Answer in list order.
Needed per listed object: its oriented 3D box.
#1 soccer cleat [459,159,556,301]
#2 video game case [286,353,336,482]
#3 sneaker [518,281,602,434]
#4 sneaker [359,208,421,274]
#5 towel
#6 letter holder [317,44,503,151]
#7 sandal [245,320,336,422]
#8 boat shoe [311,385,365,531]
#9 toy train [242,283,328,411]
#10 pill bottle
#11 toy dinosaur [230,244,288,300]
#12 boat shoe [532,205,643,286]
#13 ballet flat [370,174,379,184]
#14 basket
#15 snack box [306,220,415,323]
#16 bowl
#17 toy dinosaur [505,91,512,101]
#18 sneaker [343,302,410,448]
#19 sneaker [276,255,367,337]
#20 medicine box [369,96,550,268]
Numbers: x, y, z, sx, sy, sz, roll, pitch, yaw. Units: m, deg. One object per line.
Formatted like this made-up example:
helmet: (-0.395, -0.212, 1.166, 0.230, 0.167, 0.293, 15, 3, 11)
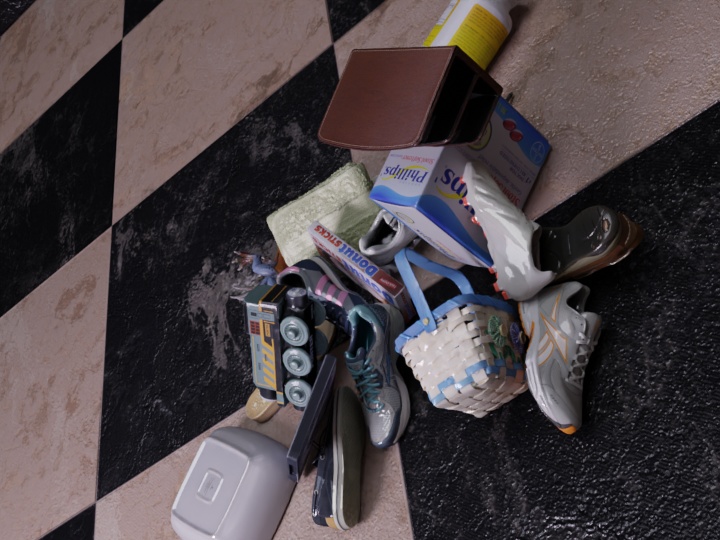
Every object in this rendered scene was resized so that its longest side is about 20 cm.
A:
soccer cleat: (0.185, -0.057, 1.290, 0.077, 0.069, 0.202, -26, 64, 19)
video game case: (-0.067, 0.206, 1.406, 0.019, 0.200, 0.144, 20, 71, 5)
sneaker: (0.247, 0.093, 1.221, 0.091, 0.076, 0.202, -25, 49, 27)
sneaker: (0.075, -0.083, 1.502, 0.075, 0.081, 0.200, 40, 89, 32)
towel: (-0.044, -0.064, 1.600, 0.199, 0.149, 0.036, -30, 0, 25)
letter holder: (0.057, -0.196, 1.307, 0.199, 0.100, 0.143, 12, 75, 50)
sandal: (-0.121, 0.137, 1.580, 0.212, 0.069, 0.078, -53, 38, 5)
boat shoe: (-0.034, 0.254, 1.405, 0.062, 0.075, 0.202, -12, 60, 29)
toy train: (-0.110, 0.111, 1.500, 0.113, 0.202, 0.085, 10, 31, 21)
pill bottle: (0.166, -0.363, 1.595, 0.201, 0.104, 0.104, -56, 38, 1)
toy dinosaur: (-0.139, 0.020, 1.657, 0.201, 0.105, 0.181, -54, 42, 0)
boat shoe: (0.268, -0.020, 1.275, 0.200, 0.073, 0.077, -25, 59, 59)
ballet flat: (0.006, -0.104, 1.618, 0.200, 0.063, 0.069, -39, 38, 21)
basket: (0.124, 0.073, 1.289, 0.139, 0.176, 0.201, -38, 61, 22)
snack box: (0.000, 0.000, 1.502, 0.024, 0.072, 0.200, -43, 53, -14)
bowl: (-0.198, 0.330, 1.528, 0.199, 0.074, 0.202, 13, 72, 49)
toy dinosaur: (0.149, -0.204, 1.496, 0.047, 0.199, 0.089, 39, 131, 37)
sneaker: (0.012, 0.141, 1.402, 0.077, 0.086, 0.202, -17, 70, 36)
sneaker: (-0.051, 0.055, 1.527, 0.200, 0.081, 0.071, 41, 138, 41)
medicine box: (0.138, -0.136, 1.403, 0.102, 0.182, 0.202, 14, 74, 50)
